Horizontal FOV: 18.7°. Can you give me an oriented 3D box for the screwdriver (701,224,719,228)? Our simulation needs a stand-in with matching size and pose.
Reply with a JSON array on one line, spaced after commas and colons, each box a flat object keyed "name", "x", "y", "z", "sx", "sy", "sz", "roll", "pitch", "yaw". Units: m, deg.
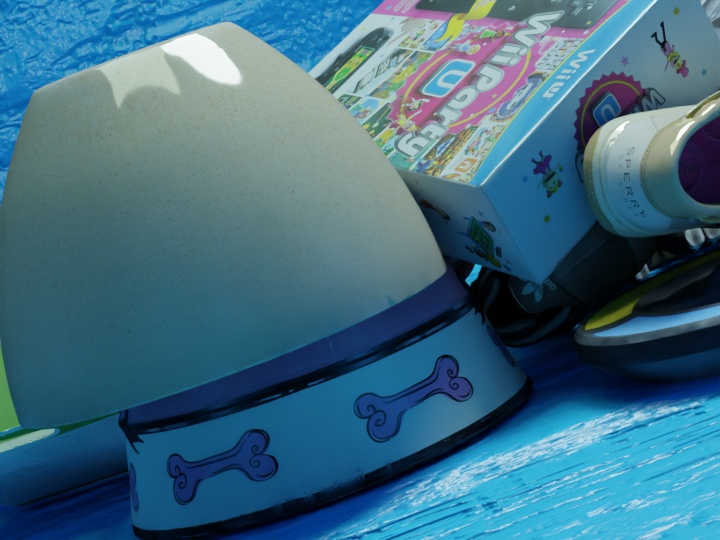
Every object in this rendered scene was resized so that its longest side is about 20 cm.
[{"name": "screwdriver", "x": 0.171, "y": -0.024, "z": 1.108, "sx": 0.199, "sy": 0.028, "sz": 0.029, "roll": 2, "pitch": -7, "yaw": 36}]

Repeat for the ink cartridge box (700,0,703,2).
[{"name": "ink cartridge box", "x": 0.244, "y": -0.134, "z": 1.294, "sx": 0.145, "sy": 0.083, "sz": 0.200, "roll": 27, "pitch": 9, "yaw": 23}]

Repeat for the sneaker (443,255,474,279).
[{"name": "sneaker", "x": 0.000, "y": 0.000, "z": 1.256, "sx": 0.200, "sy": 0.071, "sz": 0.098, "roll": -36, "pitch": -22, "yaw": -35}]

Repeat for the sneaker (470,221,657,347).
[{"name": "sneaker", "x": 0.081, "y": 0.003, "z": 1.088, "sx": 0.075, "sy": 0.071, "sz": 0.200, "roll": -34, "pitch": -6, "yaw": -15}]

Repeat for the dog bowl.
[{"name": "dog bowl", "x": -0.024, "y": 0.054, "z": 1.023, "sx": 0.199, "sy": 0.074, "sz": 0.200, "roll": -20, "pitch": 5, "yaw": 2}]

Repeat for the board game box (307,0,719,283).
[{"name": "board game box", "x": 0.059, "y": -0.080, "z": 1.050, "sx": 0.148, "sy": 0.064, "sz": 0.199, "roll": -46, "pitch": 32, "yaw": -19}]

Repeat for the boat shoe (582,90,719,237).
[{"name": "boat shoe", "x": 0.196, "y": -0.056, "z": 0.963, "sx": 0.199, "sy": 0.074, "sz": 0.069, "roll": -19, "pitch": 9, "yaw": -25}]

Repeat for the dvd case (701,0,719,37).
[{"name": "dvd case", "x": 0.200, "y": -0.120, "z": 1.094, "sx": 0.200, "sy": 0.025, "sz": 0.150, "roll": -51, "pitch": 15, "yaw": -21}]

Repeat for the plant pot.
[{"name": "plant pot", "x": -0.077, "y": -0.030, "z": 0.956, "sx": 0.199, "sy": 0.135, "sz": 0.200, "roll": -19, "pitch": 6, "yaw": 2}]

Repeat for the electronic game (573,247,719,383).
[{"name": "electronic game", "x": 0.187, "y": 0.001, "z": 0.951, "sx": 0.199, "sy": 0.042, "sz": 0.200, "roll": -20, "pitch": 5, "yaw": 2}]

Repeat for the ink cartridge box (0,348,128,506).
[{"name": "ink cartridge box", "x": -0.164, "y": 0.064, "z": 1.134, "sx": 0.147, "sy": 0.076, "sz": 0.200, "roll": -19, "pitch": -13, "yaw": 13}]

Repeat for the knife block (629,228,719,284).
[{"name": "knife block", "x": 0.169, "y": -0.038, "z": 1.292, "sx": 0.175, "sy": 0.064, "sz": 0.200, "roll": -15, "pitch": 7, "yaw": 36}]
